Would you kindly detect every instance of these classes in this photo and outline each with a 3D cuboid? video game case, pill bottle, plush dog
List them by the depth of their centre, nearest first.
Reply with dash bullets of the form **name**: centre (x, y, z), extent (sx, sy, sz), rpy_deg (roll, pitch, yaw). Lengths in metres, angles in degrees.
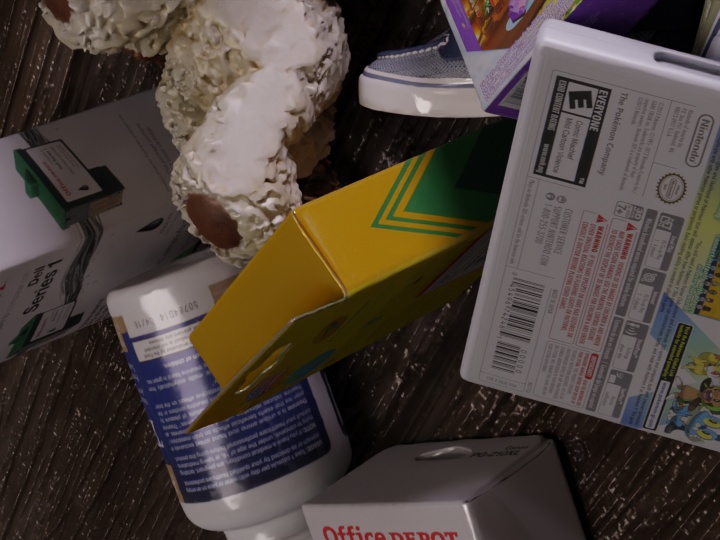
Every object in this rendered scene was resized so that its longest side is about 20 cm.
- **video game case**: centre (0.146, -0.002, 0.726), extent (0.180, 0.022, 0.201), rpy_deg (15, 133, 6)
- **plush dog**: centre (-0.063, -0.108, 0.905), extent (0.201, 0.160, 0.172), rpy_deg (54, 168, 4)
- **pill bottle**: centre (-0.071, 0.088, 1.019), extent (0.110, 0.110, 0.202), rpy_deg (-13, 99, 49)

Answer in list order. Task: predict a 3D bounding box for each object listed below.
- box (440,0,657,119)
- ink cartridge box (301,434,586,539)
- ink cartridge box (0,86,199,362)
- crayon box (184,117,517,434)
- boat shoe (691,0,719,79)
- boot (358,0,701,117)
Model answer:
- **box**: centre (0.100, -0.178, 0.696), extent (0.200, 0.039, 0.138), rpy_deg (-47, 49, 38)
- **ink cartridge box**: centre (0.066, 0.205, 0.951), extent (0.144, 0.084, 0.202), rpy_deg (-10, 102, 48)
- **ink cartridge box**: centre (-0.194, -0.019, 1.029), extent (0.085, 0.199, 0.146), rpy_deg (53, 139, 13)
- **crayon box**: centre (0.000, 0.000, 0.831), extent (0.051, 0.199, 0.127), rpy_deg (55, 138, 10)
- **boat shoe**: centre (0.177, -0.137, 0.686), extent (0.062, 0.071, 0.202), rpy_deg (48, 130, 40)
- **boot**: centre (0.078, -0.120, 0.800), extent (0.199, 0.072, 0.092), rpy_deg (5, 101, 41)
